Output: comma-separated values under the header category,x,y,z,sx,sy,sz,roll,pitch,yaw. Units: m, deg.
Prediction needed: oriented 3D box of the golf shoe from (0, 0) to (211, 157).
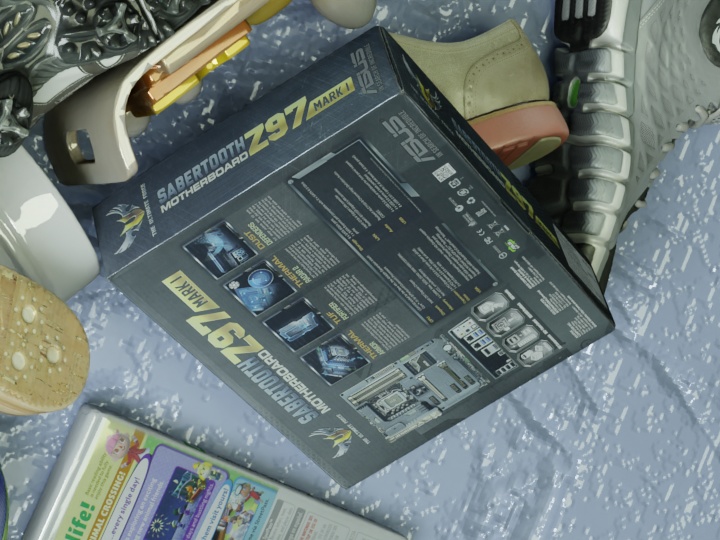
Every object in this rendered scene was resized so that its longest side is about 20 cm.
category,x,y,z,sx,sy,sz,roll,pitch,yaw
golf shoe,-0.136,-0.104,1.064,0.200,0.094,0.078,-41,106,-19

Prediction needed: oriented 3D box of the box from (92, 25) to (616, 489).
category,x,y,z,sx,sy,sz,roll,pitch,yaw
box,0.000,0.000,1.163,0.157,0.051,0.200,-32,133,15

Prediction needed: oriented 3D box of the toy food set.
category,x,y,z,sx,sy,sz,roll,pitch,yaw
toy food set,-0.044,-0.104,1.143,0.200,0.143,0.061,-39,102,-13

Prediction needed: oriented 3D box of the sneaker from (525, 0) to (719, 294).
category,x,y,z,sx,sy,sz,roll,pitch,yaw
sneaker,0.149,-0.061,1.273,0.115,0.075,0.201,7,94,-26

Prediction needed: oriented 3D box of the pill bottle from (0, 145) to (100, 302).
category,x,y,z,sx,sy,sz,roll,pitch,yaw
pill bottle,-0.217,0.024,1.108,0.200,0.119,0.120,-38,110,-13

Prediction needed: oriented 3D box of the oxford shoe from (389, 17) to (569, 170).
category,x,y,z,sx,sy,sz,roll,pitch,yaw
oxford shoe,-0.004,-0.070,1.222,0.199,0.071,0.074,-12,77,-20

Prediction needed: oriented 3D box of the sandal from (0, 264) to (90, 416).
category,x,y,z,sx,sy,sz,roll,pitch,yaw
sandal,-0.170,0.005,0.996,0.211,0.069,0.078,24,64,-45

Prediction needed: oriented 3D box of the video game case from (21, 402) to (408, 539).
category,x,y,z,sx,sy,sz,roll,pitch,yaw
video game case,-0.092,0.187,1.237,0.181,0.022,0.201,25,89,-24

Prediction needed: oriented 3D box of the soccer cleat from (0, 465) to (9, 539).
category,x,y,z,sx,sy,sz,roll,pitch,yaw
soccer cleat,-0.195,0.166,1.167,0.064,0.084,0.201,16,110,4
